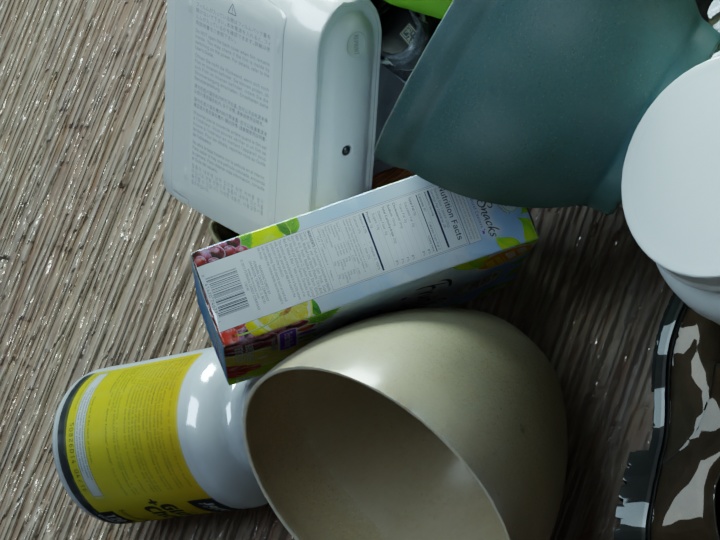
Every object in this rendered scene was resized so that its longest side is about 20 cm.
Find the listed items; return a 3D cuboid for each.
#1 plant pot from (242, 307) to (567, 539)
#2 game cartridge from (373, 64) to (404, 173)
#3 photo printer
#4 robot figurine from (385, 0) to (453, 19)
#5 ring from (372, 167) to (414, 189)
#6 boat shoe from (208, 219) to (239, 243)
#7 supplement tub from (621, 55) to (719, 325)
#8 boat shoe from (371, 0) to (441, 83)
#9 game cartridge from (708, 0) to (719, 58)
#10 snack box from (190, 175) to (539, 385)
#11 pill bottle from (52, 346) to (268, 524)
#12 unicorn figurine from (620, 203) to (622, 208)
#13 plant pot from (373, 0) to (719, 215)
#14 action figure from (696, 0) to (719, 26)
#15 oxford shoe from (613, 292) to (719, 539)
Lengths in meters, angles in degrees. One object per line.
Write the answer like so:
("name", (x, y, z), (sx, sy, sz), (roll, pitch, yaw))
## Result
("plant pot", (0.047, 0.099, 1.459), (0.200, 0.200, 0.134), (0, 35, 45))
("game cartridge", (-0.040, -0.126, 1.728), (0.200, 0.040, 0.133), (4, 75, 46))
("photo printer", (-0.061, -0.122, 1.608), (0.166, 0.069, 0.200), (27, 125, 40))
("robot figurine", (0.064, -0.215, 1.519), (0.200, 0.175, 0.116), (21, 121, 39))
("ring", (0.011, -0.122, 1.725), (0.200, 0.019, 0.200), (-23, 55, 36))
("boat shoe", (-0.036, 0.002, 1.659), (0.200, 0.076, 0.072), (17, 82, 49))
("supplement tub", (0.243, -0.023, 1.287), (0.145, 0.200, 0.145), (-17, 62, 34))
("boat shoe", (0.002, -0.183, 1.629), (0.072, 0.068, 0.200), (-49, 44, 11))
("game cartridge", (0.204, -0.129, 1.464), (0.200, 0.040, 0.133), (-26, 49, -2))
("snack box", (0.000, 0.000, 1.492), (0.200, 0.169, 0.068), (-21, 81, -5))
("pill bottle", (-0.107, 0.110, 1.644), (0.200, 0.112, 0.112), (-12, 60, 42))
("unicorn figurine", (0.135, -0.096, 1.553), (0.200, 0.074, 0.137), (-16, 67, 50))
("plant pot", (0.116, -0.114, 1.347), (0.200, 0.134, 0.200), (-58, -3, -5))
("action figure", (0.267, -0.184, 1.395), (0.200, 0.102, 0.119), (-6, 36, 17))
("oxford shoe", (0.209, 0.079, 1.385), (0.084, 0.073, 0.200), (3, 73, 30))
